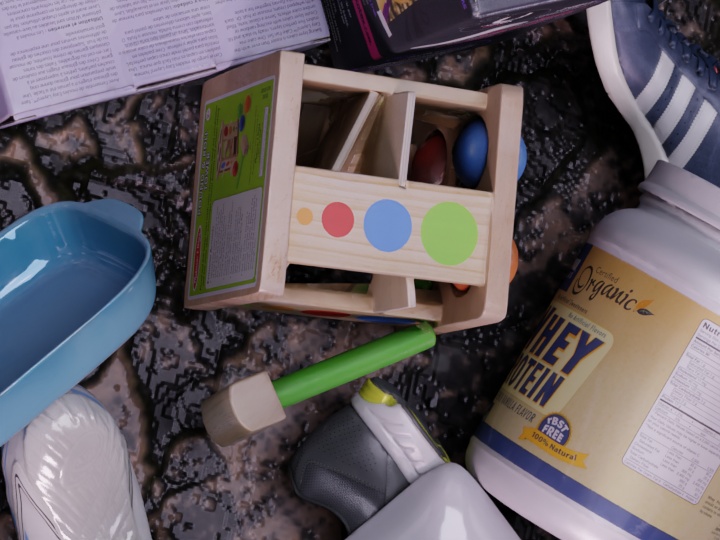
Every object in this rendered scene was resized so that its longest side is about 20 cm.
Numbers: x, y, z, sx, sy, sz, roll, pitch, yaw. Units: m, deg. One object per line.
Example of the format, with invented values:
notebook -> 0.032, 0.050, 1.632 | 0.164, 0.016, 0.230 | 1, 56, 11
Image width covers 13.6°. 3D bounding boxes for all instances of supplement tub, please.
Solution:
supplement tub -> 0.161, 0.056, 1.615 | 0.144, 0.144, 0.201 | 30, 91, -16

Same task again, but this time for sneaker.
sneaker -> 0.033, 0.154, 1.636 | 0.084, 0.074, 0.200 | -32, 103, 3
sneaker -> -0.142, 0.151, 1.564 | 0.072, 0.072, 0.201 | -12, 104, -14
sneaker -> 0.187, -0.102, 1.684 | 0.084, 0.075, 0.201 | -17, 113, 17

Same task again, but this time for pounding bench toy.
pounding bench toy -> 0.000, 0.000, 1.598 | 0.155, 0.124, 0.201 | 8, 82, -21

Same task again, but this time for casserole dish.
casserole dish -> -0.184, 0.039, 1.532 | 0.200, 0.121, 0.039 | -41, 127, -20

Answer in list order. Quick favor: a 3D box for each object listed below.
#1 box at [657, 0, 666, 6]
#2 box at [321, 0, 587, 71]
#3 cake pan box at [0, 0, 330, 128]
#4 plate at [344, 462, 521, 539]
box -> 0.168, -0.270, 1.734 | 0.160, 0.044, 0.200 | -34, 98, -21
box -> 0.061, -0.178, 1.590 | 0.122, 0.200, 0.107 | -14, 91, -23
cake pan box -> -0.131, -0.184, 1.604 | 0.199, 0.052, 0.185 | -17, 89, -22
plate -> 0.033, 0.236, 1.598 | 0.199, 0.032, 0.200 | -38, 101, 5
